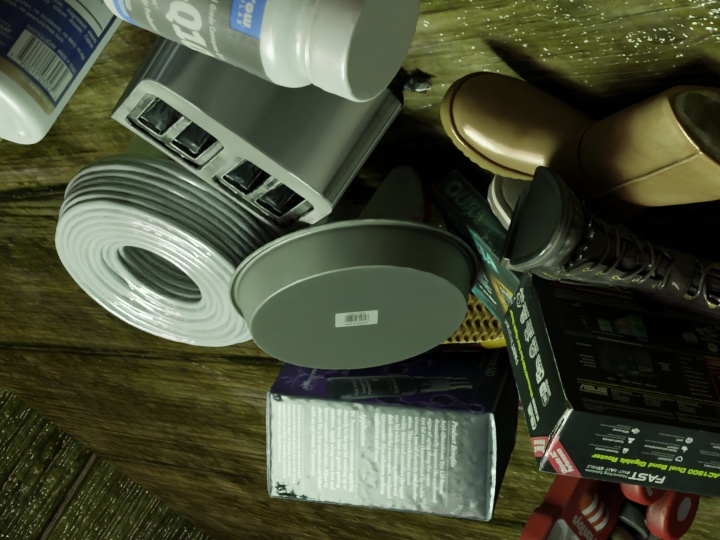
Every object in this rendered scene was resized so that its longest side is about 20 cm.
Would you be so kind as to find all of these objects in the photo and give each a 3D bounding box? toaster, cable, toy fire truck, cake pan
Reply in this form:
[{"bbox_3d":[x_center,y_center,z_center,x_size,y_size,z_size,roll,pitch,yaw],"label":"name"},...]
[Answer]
[{"bbox_3d":[-0.075,-0.127,1.713,0.180,0.119,0.200,34,163,-10],"label":"toaster"},{"bbox_3d":[-0.157,-0.016,1.861,0.199,0.069,0.200,18,151,18],"label":"cable"},{"bbox_3d":[0.223,0.234,2.122,0.112,0.168,0.200,20,160,35],"label":"toy fire truck"},{"bbox_3d":[-0.004,0.023,1.780,0.199,0.037,0.201,-5,151,-3],"label":"cake pan"}]

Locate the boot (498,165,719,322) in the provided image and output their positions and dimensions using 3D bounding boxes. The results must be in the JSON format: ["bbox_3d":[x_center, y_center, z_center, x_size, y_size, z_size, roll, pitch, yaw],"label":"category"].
[{"bbox_3d":[0.188,-0.009,1.531,0.173,0.070,0.200,17,178,-1],"label":"boot"}]

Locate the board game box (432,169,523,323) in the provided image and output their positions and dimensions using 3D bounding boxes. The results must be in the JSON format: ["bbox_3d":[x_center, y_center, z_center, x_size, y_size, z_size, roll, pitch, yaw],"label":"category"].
[{"bbox_3d":[0.132,0.025,1.771,0.200,0.028,0.135,50,169,38],"label":"board game box"}]

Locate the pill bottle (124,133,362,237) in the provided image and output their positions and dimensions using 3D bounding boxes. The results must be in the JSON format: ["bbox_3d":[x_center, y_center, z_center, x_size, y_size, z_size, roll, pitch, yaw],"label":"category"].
[{"bbox_3d":[-0.094,-0.067,1.919,0.200,0.116,0.116,38,162,-19],"label":"pill bottle"}]

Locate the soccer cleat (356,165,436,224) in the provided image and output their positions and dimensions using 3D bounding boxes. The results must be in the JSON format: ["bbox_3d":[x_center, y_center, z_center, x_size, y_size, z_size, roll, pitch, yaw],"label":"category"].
[{"bbox_3d":[0.000,0.000,1.865,0.069,0.085,0.200,57,138,38],"label":"soccer cleat"}]

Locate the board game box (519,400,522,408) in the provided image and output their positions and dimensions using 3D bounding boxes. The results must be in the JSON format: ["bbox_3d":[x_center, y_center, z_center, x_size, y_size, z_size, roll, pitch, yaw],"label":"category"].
[{"bbox_3d":[0.071,0.072,2.118,0.200,0.062,0.200,40,162,-24],"label":"board game box"}]

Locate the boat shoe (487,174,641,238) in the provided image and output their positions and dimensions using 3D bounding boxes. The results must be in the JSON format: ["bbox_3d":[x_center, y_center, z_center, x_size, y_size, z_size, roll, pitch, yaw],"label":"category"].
[{"bbox_3d":[0.173,-0.014,1.685,0.199,0.072,0.059,30,161,-14],"label":"boat shoe"}]

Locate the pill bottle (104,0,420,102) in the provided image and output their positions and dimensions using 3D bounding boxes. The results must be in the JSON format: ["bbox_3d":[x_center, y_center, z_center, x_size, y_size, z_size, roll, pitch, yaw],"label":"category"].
[{"bbox_3d":[-0.067,-0.191,1.524,0.199,0.114,0.114,24,162,25],"label":"pill bottle"}]

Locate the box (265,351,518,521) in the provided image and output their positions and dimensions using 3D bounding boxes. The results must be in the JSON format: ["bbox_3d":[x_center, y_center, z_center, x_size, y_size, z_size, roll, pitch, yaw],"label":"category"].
[{"bbox_3d":[0.030,0.129,1.956,0.199,0.148,0.105,4,113,10],"label":"box"}]

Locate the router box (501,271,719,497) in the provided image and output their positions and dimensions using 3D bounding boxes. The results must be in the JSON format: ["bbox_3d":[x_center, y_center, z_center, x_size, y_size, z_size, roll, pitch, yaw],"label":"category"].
[{"bbox_3d":[0.209,0.082,1.597,0.199,0.150,0.062,10,128,-17],"label":"router box"}]

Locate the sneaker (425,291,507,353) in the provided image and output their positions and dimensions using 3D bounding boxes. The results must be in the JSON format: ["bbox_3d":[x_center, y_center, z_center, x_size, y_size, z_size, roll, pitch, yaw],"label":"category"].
[{"bbox_3d":[0.074,0.043,1.954,0.199,0.075,0.090,3,169,32],"label":"sneaker"}]

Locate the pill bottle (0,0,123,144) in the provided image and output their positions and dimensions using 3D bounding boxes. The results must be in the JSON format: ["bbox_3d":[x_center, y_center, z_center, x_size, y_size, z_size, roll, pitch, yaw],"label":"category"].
[{"bbox_3d":[-0.222,-0.200,1.620,0.111,0.200,0.111,29,163,10],"label":"pill bottle"}]

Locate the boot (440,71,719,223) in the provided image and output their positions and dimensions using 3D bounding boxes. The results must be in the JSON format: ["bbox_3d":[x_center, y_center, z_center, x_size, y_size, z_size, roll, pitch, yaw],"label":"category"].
[{"bbox_3d":[0.165,-0.094,1.487,0.175,0.066,0.200,24,167,-17],"label":"boot"}]

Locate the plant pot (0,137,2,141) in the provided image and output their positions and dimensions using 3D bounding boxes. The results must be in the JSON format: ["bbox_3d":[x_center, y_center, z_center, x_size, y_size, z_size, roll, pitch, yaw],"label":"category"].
[{"bbox_3d":[-0.293,-0.201,1.772,0.200,0.185,0.200,28,163,10],"label":"plant pot"}]
